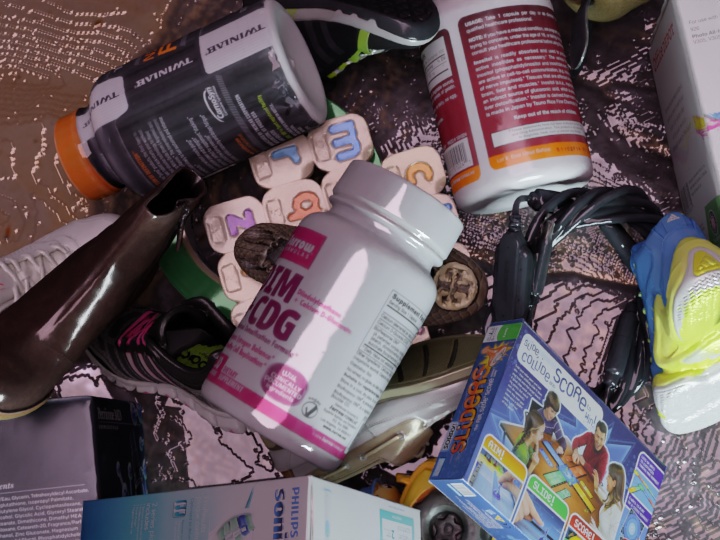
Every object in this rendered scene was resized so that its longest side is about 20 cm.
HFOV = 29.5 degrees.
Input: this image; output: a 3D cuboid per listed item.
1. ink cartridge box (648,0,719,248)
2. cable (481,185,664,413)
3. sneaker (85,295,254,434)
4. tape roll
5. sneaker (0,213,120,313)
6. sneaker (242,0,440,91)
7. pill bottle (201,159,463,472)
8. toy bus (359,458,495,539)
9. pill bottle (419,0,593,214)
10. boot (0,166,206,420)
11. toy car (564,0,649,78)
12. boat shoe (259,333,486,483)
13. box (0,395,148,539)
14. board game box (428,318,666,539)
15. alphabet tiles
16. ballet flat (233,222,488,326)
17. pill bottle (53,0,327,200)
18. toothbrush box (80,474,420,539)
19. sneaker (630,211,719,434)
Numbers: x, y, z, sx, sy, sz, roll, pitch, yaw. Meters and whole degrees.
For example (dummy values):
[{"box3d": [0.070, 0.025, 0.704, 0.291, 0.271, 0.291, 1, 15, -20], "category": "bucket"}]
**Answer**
[{"box3d": [0.288, -0.107, 1.046, 0.087, 0.145, 0.201, -13, 81, 3], "category": "ink cartridge box"}, {"box3d": [0.174, 0.032, 1.067, 0.163, 0.051, 0.201, -5, 103, -24], "category": "cable"}, {"box3d": [-0.147, 0.055, 1.068, 0.200, 0.088, 0.074, 22, 50, 35], "category": "sneaker"}, {"box3d": [-0.074, -0.051, 1.123, 0.200, 0.048, 0.201, -1, 82, 5], "category": "tape roll"}, {"box3d": [-0.272, 0.015, 1.107, 0.200, 0.099, 0.078, -31, 81, 1], "category": "sneaker"}, {"box3d": [-0.014, -0.185, 1.098, 0.200, 0.072, 0.083, 18, 123, 42], "category": "sneaker"}, {"box3d": [-0.017, 0.030, 0.970, 0.113, 0.113, 0.200, 30, 83, 8], "category": "pill bottle"}, {"box3d": [0.014, 0.230, 1.049, 0.191, 0.136, 0.201, 11, 81, 23], "category": "toy bus"}, {"box3d": [0.109, -0.154, 1.086, 0.113, 0.113, 0.201, -13, 82, 4], "category": "pill bottle"}, {"box3d": [-0.200, 0.009, 0.980, 0.072, 0.200, 0.166, 41, 119, -1], "category": "boot"}, {"box3d": [0.217, -0.242, 1.071, 0.157, 0.164, 0.200, 27, 95, 8], "category": "toy car"}, {"box3d": [0.024, 0.109, 1.043, 0.199, 0.075, 0.069, -21, 108, 13], "category": "boat shoe"}, {"box3d": [-0.229, 0.203, 1.055, 0.107, 0.148, 0.201, -7, 82, 4], "category": "box"}, {"box3d": [0.143, 0.148, 0.999, 0.200, 0.034, 0.136, 44, 55, -29], "category": "board game box"}, {"box3d": [-0.017, -0.018, 1.080, 0.195, 0.015, 0.201, -17, 86, 1], "category": "alphabet tiles"}, {"box3d": [0.000, 0.000, 1.048, 0.199, 0.046, 0.068, 13, 88, 2], "category": "ballet flat"}, {"box3d": [-0.135, -0.123, 1.052, 0.199, 0.106, 0.107, -22, 81, 13], "category": "pill bottle"}, {"box3d": [-0.077, 0.204, 0.957, 0.199, 0.146, 0.086, -11, 67, 32], "category": "toothbrush box"}, {"box3d": [0.248, 0.034, 1.036, 0.075, 0.200, 0.105, -11, 49, -5], "category": "sneaker"}]
